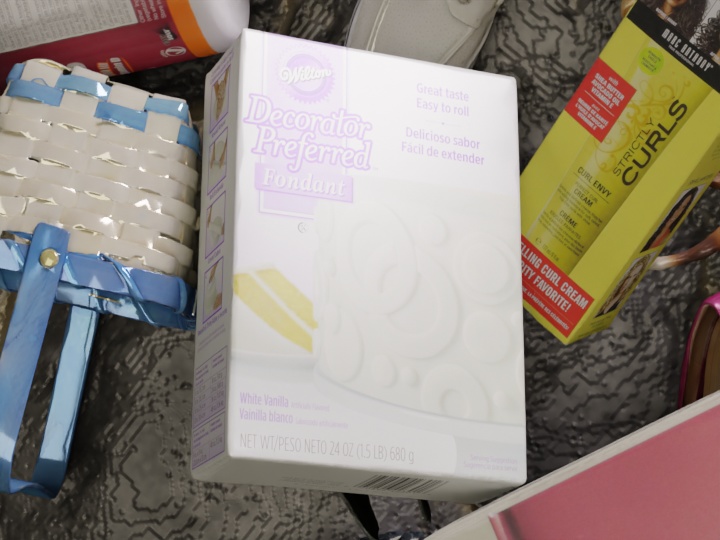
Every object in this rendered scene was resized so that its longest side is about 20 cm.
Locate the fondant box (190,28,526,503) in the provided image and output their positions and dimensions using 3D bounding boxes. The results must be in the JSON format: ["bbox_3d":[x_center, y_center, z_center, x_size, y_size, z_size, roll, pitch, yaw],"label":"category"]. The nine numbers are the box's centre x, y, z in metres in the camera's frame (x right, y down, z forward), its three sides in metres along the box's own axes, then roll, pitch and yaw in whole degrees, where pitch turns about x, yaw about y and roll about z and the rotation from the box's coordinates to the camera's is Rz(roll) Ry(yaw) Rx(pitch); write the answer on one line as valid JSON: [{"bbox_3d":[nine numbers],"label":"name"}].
[{"bbox_3d":[0.000,0.000,0.752,0.143,0.058,0.202,7,70,-21],"label":"fondant box"}]

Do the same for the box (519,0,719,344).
[{"bbox_3d":[0.135,-0.064,0.774,0.075,0.050,0.201,44,121,20],"label":"box"}]

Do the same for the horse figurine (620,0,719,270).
[{"bbox_3d":[0.198,-0.077,0.806,0.131,0.050,0.202,0,96,15],"label":"horse figurine"}]

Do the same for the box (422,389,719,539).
[{"bbox_3d":[0.146,0.118,0.701,0.199,0.128,0.110,-30,81,20],"label":"box"}]

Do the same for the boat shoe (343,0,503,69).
[{"bbox_3d":[0.051,-0.159,0.809,0.071,0.070,0.201,35,97,4],"label":"boat shoe"}]

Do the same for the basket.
[{"bbox_3d":[-0.145,0.012,0.799,0.138,0.176,0.202,9,80,-3],"label":"basket"}]

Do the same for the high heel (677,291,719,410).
[{"bbox_3d":[0.166,0.109,0.793,0.067,0.096,0.202,9,87,41],"label":"high heel"}]

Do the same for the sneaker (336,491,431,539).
[{"bbox_3d":[-0.021,0.036,0.814,0.060,0.104,0.201,-27,90,9],"label":"sneaker"}]

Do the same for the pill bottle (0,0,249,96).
[{"bbox_3d":[-0.164,-0.146,0.819,0.198,0.110,0.111,-11,92,9],"label":"pill bottle"}]

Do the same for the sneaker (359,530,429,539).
[{"bbox_3d":[-0.030,0.202,0.841,0.199,0.078,0.087,-29,84,18],"label":"sneaker"}]
